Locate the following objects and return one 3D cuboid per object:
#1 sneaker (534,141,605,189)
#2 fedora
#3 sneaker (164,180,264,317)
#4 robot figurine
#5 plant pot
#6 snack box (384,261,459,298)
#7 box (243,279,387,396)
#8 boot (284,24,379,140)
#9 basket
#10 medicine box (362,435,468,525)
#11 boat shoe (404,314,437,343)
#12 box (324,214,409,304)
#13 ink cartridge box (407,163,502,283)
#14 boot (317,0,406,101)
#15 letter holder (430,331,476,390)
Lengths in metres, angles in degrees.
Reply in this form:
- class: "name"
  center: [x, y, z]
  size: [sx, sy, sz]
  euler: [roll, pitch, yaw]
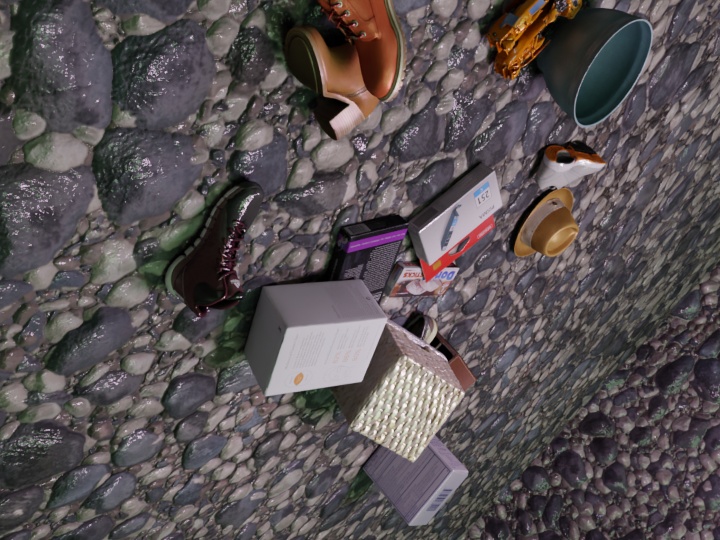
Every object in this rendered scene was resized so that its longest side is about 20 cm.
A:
- class: "sneaker"
  center: [0.446, -0.220, 1.709]
  size: [0.197, 0.076, 0.093]
  euler: [-7, 139, -37]
- class: "fedora"
  center: [0.443, -0.093, 1.824]
  size: [0.199, 0.082, 0.202]
  euler: [-32, 147, -24]
- class: "sneaker"
  center: [-0.179, -0.018, 1.105]
  size: [0.201, 0.115, 0.075]
  euler: [-52, 149, 8]
- class: "robot figurine"
  center: [0.292, -0.415, 1.296]
  size: [0.200, 0.058, 0.145]
  euler: [-46, 152, -3]
- class: "plant pot"
  center: [0.397, -0.377, 1.397]
  size: [0.199, 0.134, 0.202]
  euler: [-31, 147, -24]
- class: "snack box"
  center: [0.125, 0.018, 1.612]
  size: [0.198, 0.024, 0.073]
  euler: [-1, 124, -51]
- class: "box"
  center: [-0.078, 0.111, 1.348]
  size: [0.197, 0.107, 0.154]
  euler: [-3, 130, -33]
- class: "boot"
  center: [-0.011, -0.286, 1.055]
  size: [0.155, 0.076, 0.201]
  euler: [-46, 143, -12]
- class: "basket"
  center: [0.077, 0.241, 1.606]
  size: [0.197, 0.161, 0.201]
  euler: [33, 99, -26]
- class: "medicine box"
  center: [0.138, 0.507, 2.010]
  size: [0.183, 0.200, 0.102]
  euler: [-52, 147, 9]
- class: "boat shoe"
  center: [0.089, 0.178, 1.712]
  size: [0.202, 0.071, 0.066]
  euler: [-54, 143, 1]
- class: "box"
  center: [0.000, 0.000, 1.427]
  size: [0.141, 0.036, 0.203]
  euler: [-15, 135, -40]
- class: "ink cartridge box"
  center: [0.192, -0.081, 1.537]
  size: [0.199, 0.045, 0.178]
  euler: [-38, 137, -14]
- class: "boot"
  center: [-0.006, -0.307, 0.977]
  size: [0.106, 0.075, 0.204]
  euler: [-16, 99, -34]
- class: "letter holder"
  center: [0.172, 0.242, 1.854]
  size: [0.142, 0.101, 0.200]
  euler: [-43, 149, -2]
